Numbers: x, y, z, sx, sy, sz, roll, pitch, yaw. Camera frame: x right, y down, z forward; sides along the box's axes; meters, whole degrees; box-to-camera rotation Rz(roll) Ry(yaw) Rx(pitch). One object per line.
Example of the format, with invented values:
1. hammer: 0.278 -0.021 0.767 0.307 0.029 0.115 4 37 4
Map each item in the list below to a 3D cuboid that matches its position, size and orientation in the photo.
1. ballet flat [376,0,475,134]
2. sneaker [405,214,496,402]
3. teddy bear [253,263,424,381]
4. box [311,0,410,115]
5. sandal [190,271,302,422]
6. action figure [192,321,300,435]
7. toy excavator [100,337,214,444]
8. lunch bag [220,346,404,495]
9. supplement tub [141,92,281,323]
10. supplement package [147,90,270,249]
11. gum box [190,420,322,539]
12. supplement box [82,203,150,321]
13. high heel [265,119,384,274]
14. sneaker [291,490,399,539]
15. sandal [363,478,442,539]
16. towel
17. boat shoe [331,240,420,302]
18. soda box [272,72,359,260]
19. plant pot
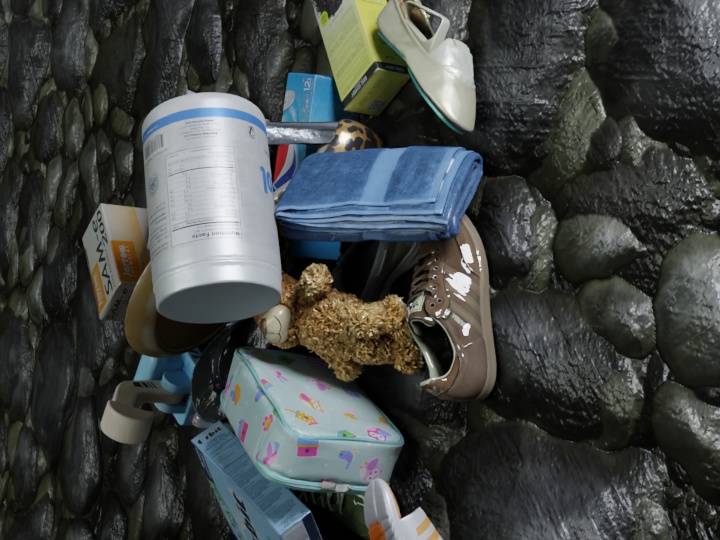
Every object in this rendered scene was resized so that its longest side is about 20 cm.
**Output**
1. ballet flat: 0.073 -0.217 1.267 0.070 0.069 0.201 -62 41 30
2. sneaker: 0.079 0.026 1.214 0.070 0.075 0.203 -35 58 48
3. teddy bear: -0.026 0.058 1.289 0.146 0.197 0.067 102 -169 -58
4. box: -0.006 -0.275 1.398 0.075 0.049 0.202 -46 51 42
5. sandal: -0.127 0.083 1.404 0.075 0.048 0.201 39 98 9
6. action figure: -0.114 0.156 1.495 0.146 0.134 0.204 -8 92 12
7. toy excavator: -0.248 0.145 1.570 0.195 0.197 0.101 50 126 46
8. lunch bag: -0.049 0.159 1.320 0.200 0.158 0.078 47 118 54
9. supplement tub: -0.149 -0.062 1.266 0.131 0.130 0.203 -30 62 50
10. supplement package: -0.179 -0.106 1.517 0.201 0.115 0.118 -95 28 -57
11. gum box: -0.099 0.281 1.385 0.199 0.044 0.172 35 151 48
12. supplement box: -0.232 -0.004 1.565 0.074 0.198 0.127 -51 48 38
13. high heel: -0.044 -0.062 1.366 0.071 0.140 0.204 -146 57 -75
14. sneaker: -0.046 0.232 1.361 0.200 0.089 0.068 32 112 52
15. sandal: 0.062 0.296 1.233 0.210 0.058 0.079 70 159 1
16. towel: 0.017 -0.079 1.247 0.197 0.049 0.113 0 47 30
17. boat shoe: 0.001 0.001 1.341 0.202 0.064 0.075 -48 49 42
18. soda box: -0.054 -0.118 1.433 0.064 0.067 0.204 15 99 55
19. plant pot: -0.175 0.020 1.398 0.027 0.199 0.202 38 119 25
